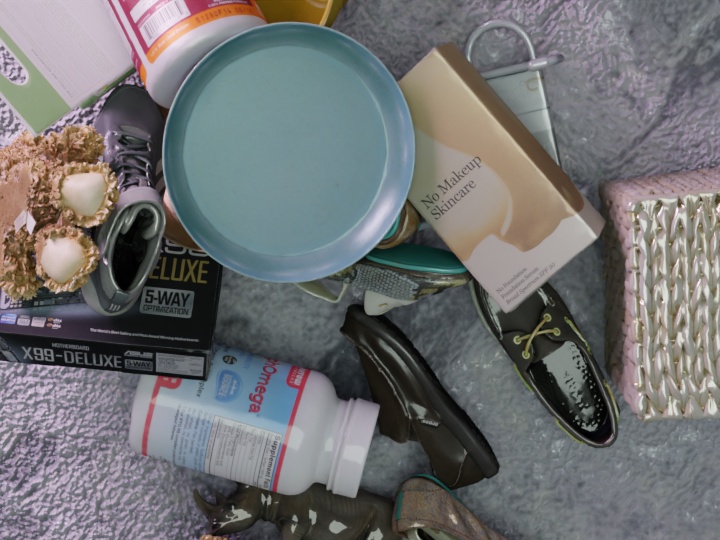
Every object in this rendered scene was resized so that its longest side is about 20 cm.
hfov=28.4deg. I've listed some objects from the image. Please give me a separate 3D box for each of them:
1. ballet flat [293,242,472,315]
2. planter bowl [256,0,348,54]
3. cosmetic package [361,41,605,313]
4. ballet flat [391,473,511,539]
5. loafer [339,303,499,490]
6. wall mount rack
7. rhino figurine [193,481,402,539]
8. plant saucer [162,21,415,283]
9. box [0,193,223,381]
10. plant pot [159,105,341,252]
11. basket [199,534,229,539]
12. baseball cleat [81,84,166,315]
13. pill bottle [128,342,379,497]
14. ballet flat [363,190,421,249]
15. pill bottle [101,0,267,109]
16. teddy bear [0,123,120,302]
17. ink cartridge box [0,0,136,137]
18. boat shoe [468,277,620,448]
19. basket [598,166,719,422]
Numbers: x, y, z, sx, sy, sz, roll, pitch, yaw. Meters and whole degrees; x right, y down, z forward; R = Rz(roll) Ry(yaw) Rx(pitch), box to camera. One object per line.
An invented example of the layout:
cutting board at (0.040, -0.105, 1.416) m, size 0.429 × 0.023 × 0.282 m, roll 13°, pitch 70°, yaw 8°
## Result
ballet flat at (0.000, 0.000, 1.214) m, size 0.199 × 0.072 × 0.072 m, roll 16°, pitch 98°, yaw 19°
planter bowl at (-0.055, -0.265, 1.161) m, size 0.083 × 0.200 × 0.202 m, roll -12°, pitch 101°, yaw -41°
cosmetic package at (0.096, -0.077, 1.156) m, size 0.105 × 0.071 × 0.200 m, roll -42°, pitch 89°, yaw 19°
ballet flat at (0.103, 0.261, 1.260) m, size 0.200 × 0.067 × 0.068 m, roll 36°, pitch 138°, yaw -14°
loafer at (0.041, 0.118, 1.247) m, size 0.071 × 0.073 × 0.200 m, roll -38°, pitch 97°, yaw 3°
wall mount rack at (0.101, -0.108, 1.220) m, size 0.173 × 0.075 × 0.201 m, roll -11°, pitch 98°, yaw 19°
rhino figurine at (-0.053, 0.224, 1.263) m, size 0.199 × 0.060 × 0.088 m, roll 17°, pitch 78°, yaw -4°
plant saucer at (-0.056, -0.091, 1.103) m, size 0.199 × 0.027 × 0.201 m, roll -3°, pitch 102°, yaw -14°
box at (-0.215, 0.006, 1.184) m, size 0.199 × 0.050 × 0.158 m, roll 6°, pitch 54°, yaw -3°
plant pot at (-0.100, -0.104, 1.187) m, size 0.199 × 0.027 × 0.201 m, roll -7°, pitch 69°, yaw 17°
basket at (-0.079, 0.344, 1.212) m, size 0.199 × 0.150 × 0.143 m, roll 19°, pitch 137°, yaw -7°
baseball cleat at (-0.176, -0.065, 1.126) m, size 0.069 × 0.106 × 0.201 m, roll 9°, pitch 71°, yaw -25°
pill bottle at (-0.089, 0.128, 1.214) m, size 0.199 × 0.109 × 0.109 m, roll 15°, pitch 97°, yaw 1°
ballet flat at (-0.032, -0.068, 1.207) m, size 0.199 × 0.072 × 0.068 m, roll 20°, pitch 96°, yaw 26°
pill bottle at (-0.158, -0.238, 1.137) m, size 0.109 × 0.110 × 0.201 m, roll -28°, pitch 73°, yaw 1°
teddy bear at (-0.239, -0.047, 1.110) m, size 0.066 × 0.200 × 0.146 m, roll 9°, pitch 82°, yaw -35°
ink cartridge box at (-0.257, -0.193, 1.133) m, size 0.146 × 0.200 × 0.048 m, roll 50°, pitch 132°, yaw -9°
boat shoe at (0.166, 0.068, 1.252) m, size 0.072 × 0.061 × 0.202 m, roll -35°, pitch 98°, yaw 2°
basket at (0.291, 0.013, 1.187) m, size 0.160 × 0.200 × 0.200 m, roll -3°, pitch 98°, yaw 3°
